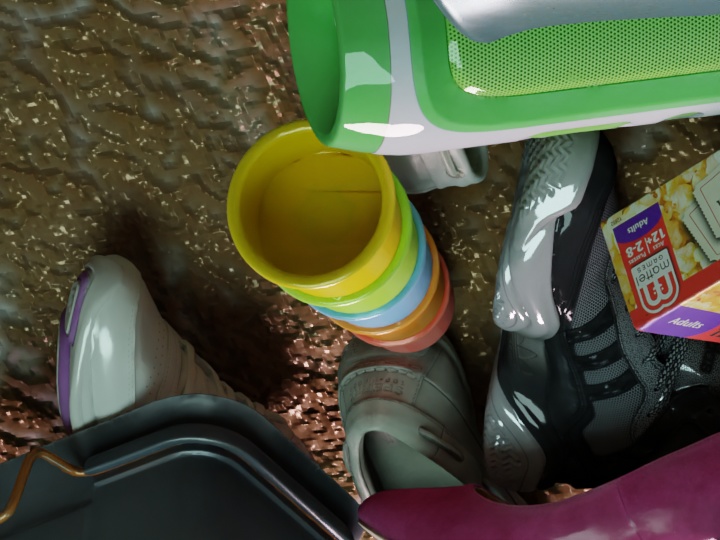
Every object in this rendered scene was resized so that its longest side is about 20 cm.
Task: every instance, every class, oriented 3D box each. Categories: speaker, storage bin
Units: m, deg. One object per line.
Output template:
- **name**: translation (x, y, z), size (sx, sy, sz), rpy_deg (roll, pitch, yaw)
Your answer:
- **speaker**: translation (0.079, -0.090, 0.988), size (0.198, 0.089, 0.089), rpy_deg (-8, 135, -14)
- **storage bin**: translation (-0.109, 0.154, 1.181), size (0.199, 0.135, 0.146), rpy_deg (-23, 134, 26)

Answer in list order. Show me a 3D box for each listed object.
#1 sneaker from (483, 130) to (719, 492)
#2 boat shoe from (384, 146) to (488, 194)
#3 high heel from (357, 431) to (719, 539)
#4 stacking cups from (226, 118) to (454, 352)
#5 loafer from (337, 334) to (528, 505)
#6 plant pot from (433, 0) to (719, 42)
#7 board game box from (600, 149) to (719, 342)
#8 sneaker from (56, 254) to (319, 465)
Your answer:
- **sneaker**: translation (0.110, 0.018, 1.138), size (0.113, 0.076, 0.201), rpy_deg (9, 139, 5)
- **boat shoe**: translation (0.015, -0.102, 1.051), size (0.065, 0.072, 0.201), rpy_deg (1, 133, 8)
- **high heel**: translation (0.093, 0.082, 1.133), size (0.199, 0.097, 0.067), rpy_deg (9, 175, 34)
- **stacking cups**: translation (0.000, 0.000, 1.087), size (0.060, 0.061, 0.200), rpy_deg (3, 167, 11)
- **loafer**: translation (0.036, 0.111, 1.240), size (0.069, 0.070, 0.201), rpy_deg (-11, 129, 22)
- **plant pot**: translation (0.093, -0.160, 0.861), size (0.187, 0.201, 0.201), rpy_deg (-22, 125, 15)
- **board game box**: translation (0.208, -0.035, 1.029), size (0.151, 0.047, 0.200), rpy_deg (8, 148, -46)
- **sneaker**: translation (-0.071, 0.062, 1.232), size (0.099, 0.075, 0.201), rpy_deg (-5, 139, 8)
